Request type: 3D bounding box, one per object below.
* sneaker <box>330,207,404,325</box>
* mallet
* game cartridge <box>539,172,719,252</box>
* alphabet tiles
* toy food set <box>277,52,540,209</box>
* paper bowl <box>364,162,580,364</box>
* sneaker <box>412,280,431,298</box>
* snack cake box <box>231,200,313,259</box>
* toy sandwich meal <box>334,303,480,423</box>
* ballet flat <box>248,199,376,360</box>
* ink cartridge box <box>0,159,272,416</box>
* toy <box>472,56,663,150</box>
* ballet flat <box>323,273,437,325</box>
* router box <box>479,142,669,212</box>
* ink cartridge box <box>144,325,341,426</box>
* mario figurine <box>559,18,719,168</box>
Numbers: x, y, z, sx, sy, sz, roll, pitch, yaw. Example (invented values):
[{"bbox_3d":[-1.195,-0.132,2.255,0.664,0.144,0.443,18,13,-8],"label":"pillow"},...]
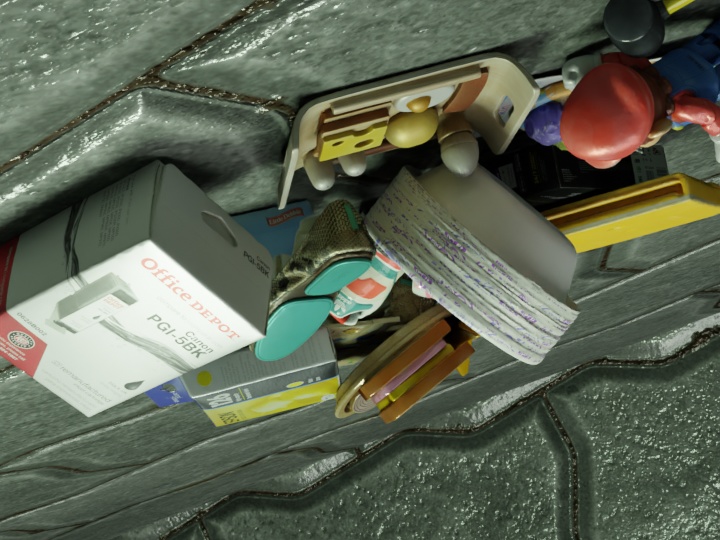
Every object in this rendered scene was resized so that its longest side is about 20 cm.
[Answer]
[{"bbox_3d":[0.000,0.000,1.339,0.094,0.070,0.200,-50,-179,6],"label":"sneaker"},{"bbox_3d":[0.264,-0.215,1.011,0.198,0.042,0.066,-29,168,25],"label":"mallet"},{"bbox_3d":[0.260,-0.054,1.383,0.174,0.033,0.199,-16,174,24],"label":"game cartridge"},{"bbox_3d":[-0.047,0.085,1.474,0.164,0.006,0.200,-5,163,-31],"label":"alphabet tiles"},{"bbox_3d":[0.032,-0.100,1.112,0.197,0.061,0.144,-16,168,-11],"label":"toy food set"},{"bbox_3d":[0.108,-0.020,1.227,0.105,0.200,0.200,-51,161,8],"label":"paper bowl"},{"bbox_3d":[0.125,-0.009,1.431,0.103,0.077,0.200,10,-163,15],"label":"sneaker"},{"bbox_3d":[-0.141,0.004,1.301,0.197,0.068,0.115,-14,168,-19],"label":"snack cake box"},{"bbox_3d":[0.058,0.107,1.474,0.204,0.070,0.205,-37,167,-10],"label":"toy sandwich meal"},{"bbox_3d":[-0.046,0.003,1.214,0.067,0.076,0.200,-1,152,-29],"label":"ballet flat"},{"bbox_3d":[-0.189,0.019,1.125,0.198,0.084,0.147,-25,133,27],"label":"ink cartridge box"},{"bbox_3d":[0.194,-0.135,1.216,0.197,0.048,0.115,-15,166,-14],"label":"toy"},{"bbox_3d":[-0.001,0.042,1.523,0.065,0.071,0.199,25,143,-31],"label":"ballet flat"},{"bbox_3d":[0.188,-0.083,1.378,0.148,0.052,0.198,-17,170,41],"label":"router box"},{"bbox_3d":[-0.118,0.117,1.425,0.197,0.048,0.198,-16,167,-3],"label":"ink cartridge box"},{"bbox_3d":[0.238,-0.131,1.129,0.198,0.107,0.123,-24,-160,-25],"label":"mario figurine"}]
